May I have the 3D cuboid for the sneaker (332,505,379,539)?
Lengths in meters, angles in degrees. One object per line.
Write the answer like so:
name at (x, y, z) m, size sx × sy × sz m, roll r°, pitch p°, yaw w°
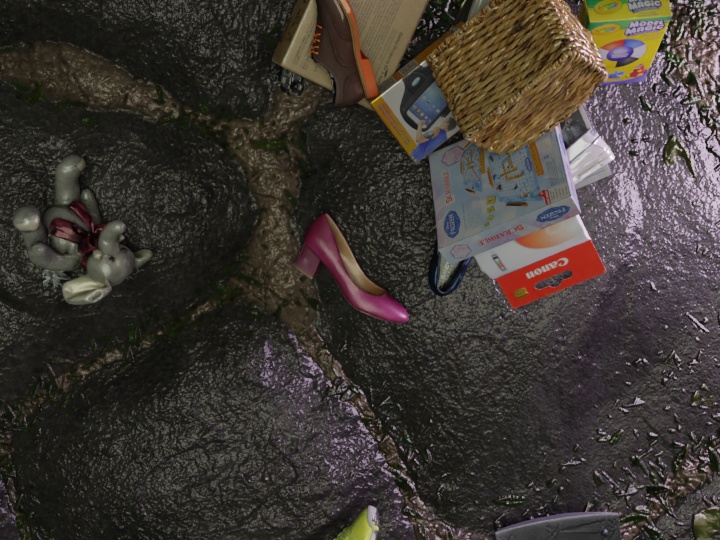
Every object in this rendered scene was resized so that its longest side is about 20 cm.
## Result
sneaker at (-0.036, 0.457, 1.675) m, size 0.076 × 0.075 × 0.201 m, roll 29°, pitch 97°, yaw -6°

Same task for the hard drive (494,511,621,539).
hard drive at (0.318, 0.455, 1.693) m, size 0.198 × 0.042 × 0.136 m, roll -9°, pitch 100°, yaw 1°

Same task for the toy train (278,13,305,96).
toy train at (-0.085, -0.359, 1.560) m, size 0.045 × 0.034 × 0.201 m, roll 16°, pitch 100°, yaw 9°

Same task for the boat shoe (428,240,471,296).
boat shoe at (0.158, -0.054, 1.593) m, size 0.083 × 0.069 × 0.202 m, roll 11°, pitch 99°, yaw -2°

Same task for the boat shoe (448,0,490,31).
boat shoe at (0.155, -0.322, 1.553) m, size 0.071 × 0.061 × 0.202 m, roll 20°, pitch 108°, yaw -19°

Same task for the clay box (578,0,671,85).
clay box at (0.362, -0.330, 1.486) m, size 0.114 × 0.200 × 0.048 m, roll -5°, pitch 70°, yaw 1°

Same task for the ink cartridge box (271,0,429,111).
ink cartridge box at (-0.012, -0.355, 1.518) m, size 0.164 × 0.075 × 0.201 m, roll 23°, pitch 98°, yaw -23°

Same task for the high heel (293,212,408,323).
high heel at (0.000, 0.000, 1.599) m, size 0.199 × 0.067 × 0.097 m, roll 29°, pitch 109°, yaw -2°

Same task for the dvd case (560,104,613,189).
dvd case at (0.267, -0.206, 1.570) m, size 0.150 × 0.025 × 0.201 m, roll -22°, pitch 101°, yaw 22°

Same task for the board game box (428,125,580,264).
board game box at (0.198, -0.125, 1.500) m, size 0.198 × 0.201 × 0.041 m, roll -21°, pitch 134°, yaw 21°

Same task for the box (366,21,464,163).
box at (0.121, -0.261, 1.516) m, size 0.200 × 0.042 × 0.119 m, roll -37°, pitch 116°, yaw 8°

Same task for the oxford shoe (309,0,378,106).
oxford shoe at (-0.039, -0.319, 1.444) m, size 0.072 × 0.071 × 0.201 m, roll -22°, pitch 111°, yaw -2°

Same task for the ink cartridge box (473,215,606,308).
ink cartridge box at (0.258, -0.024, 1.553) m, size 0.161 × 0.050 × 0.200 m, roll -23°, pitch 124°, yaw 17°

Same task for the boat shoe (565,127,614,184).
boat shoe at (0.282, -0.118, 1.541) m, size 0.065 × 0.074 × 0.200 m, roll 47°, pitch 115°, yaw 0°

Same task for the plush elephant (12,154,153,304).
plush elephant at (-0.398, -0.037, 1.550) m, size 0.154 × 0.165 × 0.201 m, roll 16°, pitch 128°, yaw 10°

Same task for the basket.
basket at (0.218, -0.275, 1.442) m, size 0.200 × 0.142 × 0.150 m, roll -38°, pitch 61°, yaw 29°
